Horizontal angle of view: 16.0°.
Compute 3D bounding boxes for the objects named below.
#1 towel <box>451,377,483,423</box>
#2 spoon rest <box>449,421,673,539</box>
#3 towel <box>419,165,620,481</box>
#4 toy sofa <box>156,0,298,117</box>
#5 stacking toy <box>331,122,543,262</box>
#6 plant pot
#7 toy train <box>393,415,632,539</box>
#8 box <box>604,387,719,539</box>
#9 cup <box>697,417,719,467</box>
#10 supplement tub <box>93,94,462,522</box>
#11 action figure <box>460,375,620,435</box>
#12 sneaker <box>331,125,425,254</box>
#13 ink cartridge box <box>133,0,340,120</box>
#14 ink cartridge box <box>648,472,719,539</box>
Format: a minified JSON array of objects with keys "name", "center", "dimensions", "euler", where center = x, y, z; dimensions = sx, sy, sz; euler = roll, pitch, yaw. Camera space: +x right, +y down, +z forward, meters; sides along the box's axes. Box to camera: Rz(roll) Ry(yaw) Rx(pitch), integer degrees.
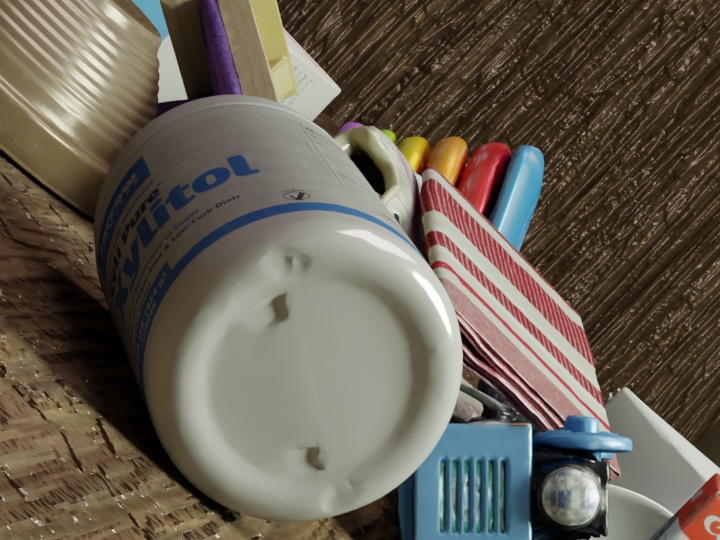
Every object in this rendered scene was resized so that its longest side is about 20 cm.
[{"name":"towel","center":[0.053,0.085,1.757],"dimensions":[0.133,0.034,0.200],"euler":[49,7,35]},{"name":"spoon rest","center":[0.099,0.142,1.412],"dimensions":[0.200,0.100,0.061],"euler":[35,-10,18]},{"name":"towel","center":[0.083,0.029,1.445],"dimensions":[0.144,0.023,0.200],"euler":[46,16,-19]},{"name":"toy sofa","center":[-0.072,-0.071,1.376],"dimensions":[0.200,0.097,0.083],"euler":[-107,-178,-54]},{"name":"stacking toy","center":[0.007,-0.049,1.607],"dimensions":[0.199,0.110,0.116],"euler":[19,-13,6]},{"name":"plant pot","center":[-0.172,-0.125,1.380],"dimensions":[0.201,0.093,0.201],"euler":[45,5,-5]},{"name":"toy train","center":[0.074,0.114,1.282],"dimensions":[0.114,0.087,0.200],"euler":[2,-6,1]},{"name":"box","center":[0.187,0.181,1.532],"dimensions":[0.200,0.124,0.098],"euler":[38,8,-43]},{"name":"cup","center":[0.297,0.225,1.916],"dimensions":[0.200,0.143,0.200],"euler":[43,6,-5]},{"name":"supplement tub","center":[-0.041,0.011,1.101],"dimensions":[0.132,0.132,0.200],"euler":[42,5,-23]},{"name":"action figure","center":[0.136,0.125,1.672],"dimensions":[0.200,0.102,0.119],"euler":[44,32,-44]},{"name":"sneaker","center":[0.000,0.000,1.474],"dimensions":[0.088,0.081,0.201],"euler":[57,20,-49]},{"name":"ink cartridge box","center":[-0.122,-0.136,1.646],"dimensions":[0.200,0.125,0.129],"euler":[39,7,-43]},{"name":"ink cartridge box","center":[0.168,0.143,1.267],"dimensions":[0.050,0.200,0.109],"euler":[44,5,5]}]
